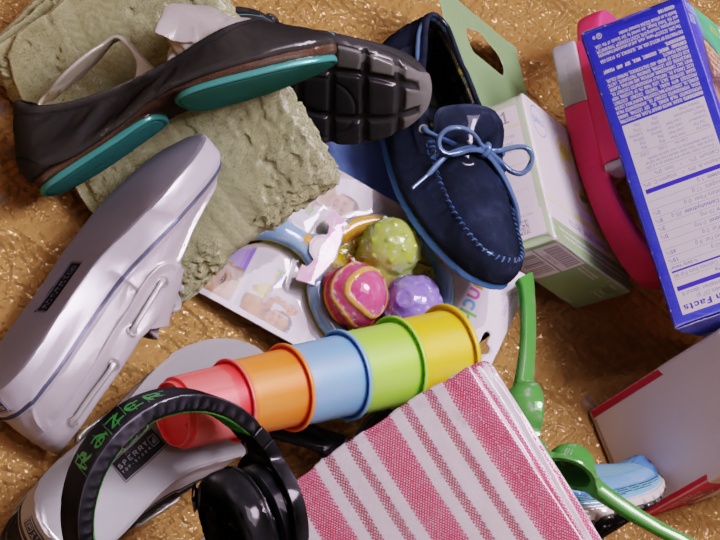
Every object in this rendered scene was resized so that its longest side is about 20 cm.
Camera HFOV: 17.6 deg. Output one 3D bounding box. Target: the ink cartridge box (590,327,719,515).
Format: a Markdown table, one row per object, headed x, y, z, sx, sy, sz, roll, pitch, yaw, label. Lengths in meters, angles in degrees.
| x | y | z | sx | sy | sz | roll | pitch | yaw | label |
| --- | --- | --- | --- | --- | --- | --- | --- | --- | --- |
| 0.277 | 0.083 | 1.541 | 0.199 | 0.145 | 0.085 | -12 | 72 | -39 | ink cartridge box |

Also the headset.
| x | y | z | sx | sy | sz | roll | pitch | yaw | label |
| --- | --- | --- | --- | --- | --- | --- | --- | --- | --- |
| -0.086 | 0.152 | 1.249 | 0.123 | 0.094 | 0.201 | -41 | 115 | -21 | headset |

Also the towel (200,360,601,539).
| x | y | z | sx | sy | sz | roll | pitch | yaw | label |
| --- | --- | --- | --- | --- | --- | --- | --- | --- | --- |
| 0.027 | 0.162 | 1.323 | 0.147 | 0.199 | 0.030 | 57 | 8 | 4 | towel |

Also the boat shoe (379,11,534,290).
| x | y | z | sx | sy | sz | roll | pitch | yaw | label |
| --- | --- | --- | --- | --- | --- | --- | --- | --- | --- |
| 0.053 | -0.081 | 1.439 | 0.084 | 0.069 | 0.201 | 9 | 45 | -45 | boat shoe |

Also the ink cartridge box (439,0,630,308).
| x | y | z | sx | sy | sz | roll | pitch | yaw | label |
| --- | --- | --- | --- | --- | --- | --- | --- | --- | --- |
| 0.115 | -0.088 | 1.542 | 0.145 | 0.048 | 0.201 | 29 | 47 | -60 | ink cartridge box |

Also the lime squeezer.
| x | y | z | sx | sy | sz | roll | pitch | yaw | label |
| --- | --- | --- | --- | --- | --- | --- | --- | --- | --- |
| 0.126 | 0.100 | 1.411 | 0.070 | 0.038 | 0.201 | -19 | 71 | -44 | lime squeezer |

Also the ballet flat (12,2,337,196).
| x | y | z | sx | sy | sz | roll | pitch | yaw | label |
| --- | --- | --- | --- | --- | --- | --- | --- | --- | --- |
| -0.113 | -0.111 | 1.326 | 0.068 | 0.199 | 0.069 | 20 | 47 | -80 | ballet flat |

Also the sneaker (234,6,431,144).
| x | y | z | sx | sy | sz | roll | pitch | yaw | label |
| --- | --- | --- | --- | --- | --- | --- | --- | --- | --- |
| -0.052 | -0.132 | 1.429 | 0.199 | 0.076 | 0.079 | 8 | 37 | 6 | sneaker |

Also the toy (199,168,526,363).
| x | y | z | sx | sy | sz | roll | pitch | yaw | label |
| --- | --- | --- | --- | --- | --- | --- | --- | --- | --- |
| 0.000 | 0.000 | 1.415 | 0.199 | 0.047 | 0.116 | 28 | 70 | -2 | toy |

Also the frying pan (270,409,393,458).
| x | y | z | sx | sy | sz | roll | pitch | yaw | label |
| --- | --- | --- | --- | --- | --- | --- | --- | --- | --- |
| 0.011 | 0.124 | 1.368 | 0.189 | 0.031 | 0.115 | -5 | 57 | -4 | frying pan |

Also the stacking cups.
| x | y | z | sx | sy | sz | roll | pitch | yaw | label |
| --- | --- | --- | --- | --- | --- | --- | --- | --- | --- |
| -0.027 | 0.063 | 1.321 | 0.199 | 0.060 | 0.061 | -10 | 73 | -34 | stacking cups |

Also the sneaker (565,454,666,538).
| x | y | z | sx | sy | sz | roll | pitch | yaw | label |
| --- | --- | --- | --- | --- | --- | --- | --- | --- | --- |
| 0.106 | 0.128 | 1.444 | 0.199 | 0.078 | 0.090 | -3 | 65 | -36 | sneaker |

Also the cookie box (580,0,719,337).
| x | y | z | sx | sy | sz | roll | pitch | yaw | label |
| --- | --- | --- | --- | --- | --- | --- | --- | --- | --- |
| 0.225 | -0.061 | 1.517 | 0.171 | 0.075 | 0.201 | 11 | 61 | -70 | cookie box |

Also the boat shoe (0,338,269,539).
| x | y | z | sx | sy | sz | roll | pitch | yaw | label |
| --- | --- | --- | --- | --- | --- | --- | --- | --- | --- |
| -0.124 | 0.103 | 1.302 | 0.200 | 0.064 | 0.071 | -34 | 89 | -42 | boat shoe |

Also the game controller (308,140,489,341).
| x | y | z | sx | sy | sz | roll | pitch | yaw | label |
| --- | --- | --- | --- | --- | --- | --- | --- | --- | --- |
| 0.013 | -0.036 | 1.481 | 0.104 | 0.042 | 0.201 | -22 | 81 | -28 | game controller |

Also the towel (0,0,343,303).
| x | y | z | sx | sy | sz | roll | pitch | yaw | label |
| --- | --- | --- | --- | --- | --- | --- | --- | --- | --- |
| -0.117 | -0.096 | 1.377 | 0.200 | 0.148 | 0.036 | 54 | 8 | 2 | towel |

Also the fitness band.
| x | y | z | sx | sy | sz | roll | pitch | yaw | label |
| --- | --- | --- | --- | --- | --- | --- | --- | --- | --- |
| 0.183 | -0.084 | 1.590 | 0.144 | 0.037 | 0.201 | 39 | 36 | -53 | fitness band |

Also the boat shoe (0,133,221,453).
| x | y | z | sx | sy | sz | roll | pitch | yaw | label |
| --- | --- | --- | --- | --- | --- | --- | --- | --- | --- |
| -0.136 | 0.013 | 1.323 | 0.065 | 0.073 | 0.200 | 45 | 74 | -26 | boat shoe |
